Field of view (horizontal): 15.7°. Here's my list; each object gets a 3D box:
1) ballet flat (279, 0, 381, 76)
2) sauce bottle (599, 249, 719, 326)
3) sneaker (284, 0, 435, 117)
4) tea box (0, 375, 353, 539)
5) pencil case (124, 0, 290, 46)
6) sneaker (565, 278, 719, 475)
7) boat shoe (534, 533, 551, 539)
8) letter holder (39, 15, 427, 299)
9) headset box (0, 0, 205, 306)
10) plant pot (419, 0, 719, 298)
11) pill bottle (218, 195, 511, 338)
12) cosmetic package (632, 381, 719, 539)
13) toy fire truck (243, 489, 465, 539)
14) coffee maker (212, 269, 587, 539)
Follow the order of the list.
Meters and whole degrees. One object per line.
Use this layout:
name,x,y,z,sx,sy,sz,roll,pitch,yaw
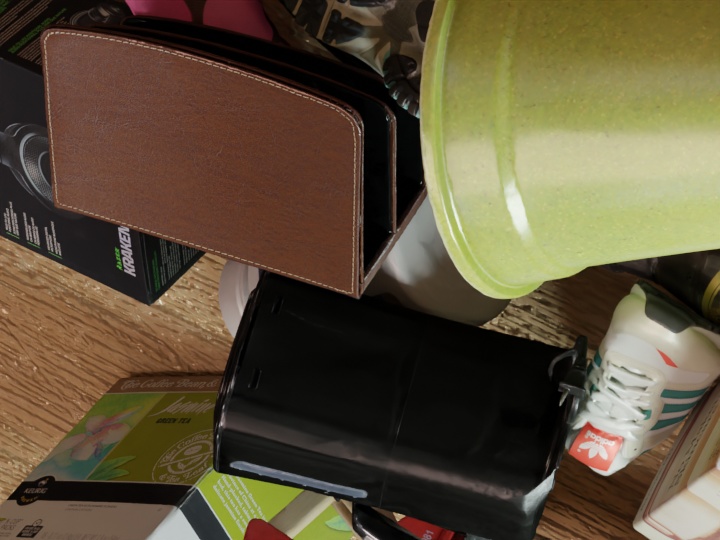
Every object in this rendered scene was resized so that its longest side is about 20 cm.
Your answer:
ballet flat,0.008,-0.140,1.557,0.200,0.046,0.067,44,176,9
sauce bottle,0.226,0.007,1.475,0.200,0.066,0.066,18,137,32
sneaker,0.028,-0.139,1.488,0.078,0.086,0.200,-49,53,16
tea box,-0.137,0.185,1.887,0.200,0.197,0.134,-4,124,45
pencil case,-0.091,-0.150,1.591,0.091,0.094,0.200,-23,117,16
sneaker,0.162,0.073,1.521,0.070,0.093,0.200,32,169,9
boat shoe,0.073,0.187,1.746,0.067,0.057,0.200,24,177,-25
letter holder,-0.071,-0.092,1.490,0.200,0.101,0.142,16,135,18
headset box,-0.199,-0.099,1.749,0.200,0.093,0.174,25,140,25
plant pot,0.158,-0.083,1.364,0.184,0.200,0.200,1,128,28
pill bottle,0.000,0.000,1.642,0.200,0.111,0.111,-18,113,50
cosmetic package,0.233,0.109,1.479,0.087,0.103,0.200,29,162,2
toy fire truck,0.016,0.157,1.611,0.141,0.200,0.049,23,136,10
coffee maker,0.022,0.071,1.525,0.200,0.135,0.192,15,131,1
